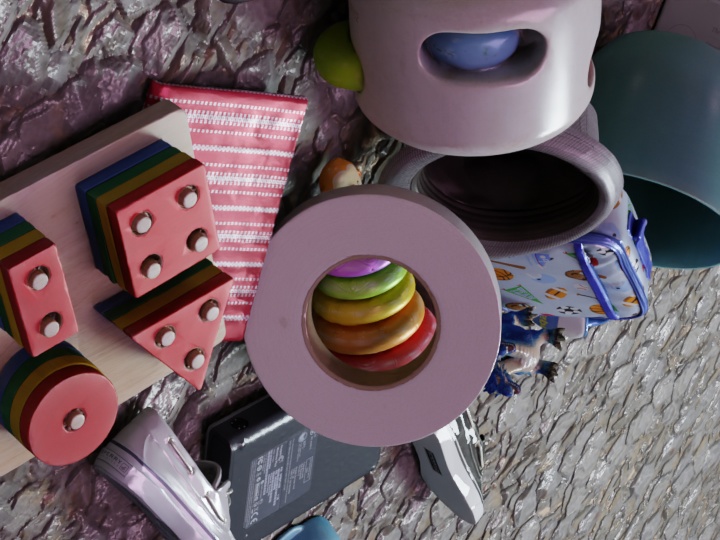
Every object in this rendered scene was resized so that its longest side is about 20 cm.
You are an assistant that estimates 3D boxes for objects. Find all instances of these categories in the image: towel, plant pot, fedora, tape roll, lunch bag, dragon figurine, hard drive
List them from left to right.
[{"bbox_3d":[-0.118,-0.035,1.119,0.144,0.022,0.202,-2,115,-46],"label":"towel"},{"bbox_3d":[-0.052,0.152,1.347,0.199,0.033,0.141,-26,137,-40],"label":"hard drive"},{"bbox_3d":[0.008,0.035,1.203,0.037,0.201,0.204,-70,179,-72],"label":"tape roll"},{"bbox_3d":[0.117,0.061,1.416,0.099,0.200,0.059,7,104,-22],"label":"dragon figurine"},{"bbox_3d":[0.113,-0.091,1.242,0.176,0.199,0.091,27,58,-29],"label":"fedora"},{"bbox_3d":[0.181,-0.017,1.406,0.200,0.159,0.076,49,49,-61],"label":"lunch bag"},{"bbox_3d":[0.263,-0.116,1.421,0.201,0.199,0.162,46,59,-56],"label":"plant pot"}]

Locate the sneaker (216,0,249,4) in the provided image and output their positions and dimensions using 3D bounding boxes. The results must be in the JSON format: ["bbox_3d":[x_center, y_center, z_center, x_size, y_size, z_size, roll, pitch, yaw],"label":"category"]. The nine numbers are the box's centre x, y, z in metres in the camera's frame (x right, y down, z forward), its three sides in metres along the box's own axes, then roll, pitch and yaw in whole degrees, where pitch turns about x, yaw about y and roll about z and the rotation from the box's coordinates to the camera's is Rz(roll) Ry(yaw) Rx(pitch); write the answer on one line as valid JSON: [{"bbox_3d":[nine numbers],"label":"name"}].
[{"bbox_3d":[-0.029,-0.255,1.025,0.199,0.075,0.116,-30,135,-35],"label":"sneaker"}]

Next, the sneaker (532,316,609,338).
[{"bbox_3d":[0.243,0.009,1.589,0.199,0.082,0.074,-35,139,-36],"label":"sneaker"}]

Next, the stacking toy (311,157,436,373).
[{"bbox_3d":[0.000,0.000,1.258,0.116,0.109,0.202,-34,128,-34],"label":"stacking toy"}]

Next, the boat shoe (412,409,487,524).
[{"bbox_3d":[0.095,0.175,1.532,0.064,0.070,0.201,-44,143,-20],"label":"boat shoe"}]

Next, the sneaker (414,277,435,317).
[{"bbox_3d":[0.070,0.007,1.353,0.077,0.082,0.202,-26,133,-39],"label":"sneaker"}]

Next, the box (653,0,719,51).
[{"bbox_3d":[0.349,-0.153,1.538,0.106,0.152,0.202,0,116,-52],"label":"box"}]

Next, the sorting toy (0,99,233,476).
[{"bbox_3d":[-0.169,0.024,1.032,0.199,0.069,0.200,-32,134,-29],"label":"sorting toy"}]

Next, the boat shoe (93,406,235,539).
[{"bbox_3d":[-0.127,0.180,1.225,0.067,0.073,0.200,-51,141,-16],"label":"boat shoe"}]

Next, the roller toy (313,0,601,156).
[{"bbox_3d":[0.082,-0.185,1.126,0.199,0.182,0.141,-34,138,-34],"label":"roller toy"}]

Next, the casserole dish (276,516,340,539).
[{"bbox_3d":[-0.051,0.318,1.480,0.121,0.039,0.201,-39,143,-27],"label":"casserole dish"}]
